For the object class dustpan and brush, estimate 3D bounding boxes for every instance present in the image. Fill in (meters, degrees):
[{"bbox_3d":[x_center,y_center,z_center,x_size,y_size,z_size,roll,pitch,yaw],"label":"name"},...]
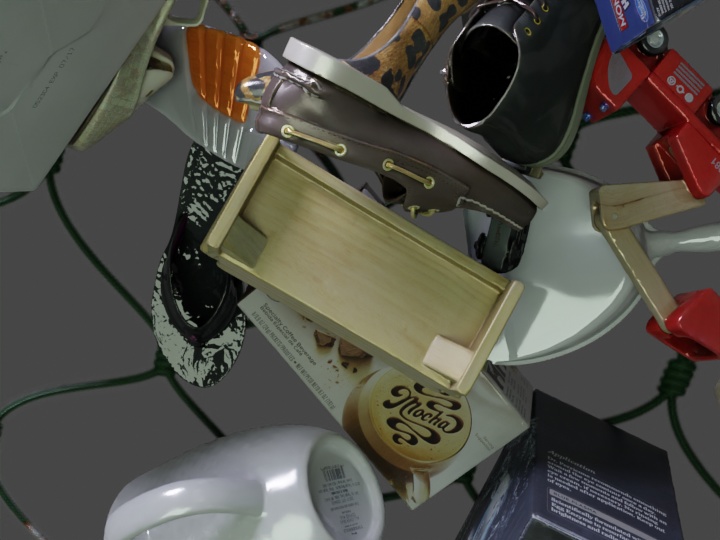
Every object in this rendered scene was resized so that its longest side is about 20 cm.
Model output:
[{"bbox_3d":[0.177,-0.014,0.885,0.197,0.057,0.142,-8,86,14],"label":"dustpan and brush"}]

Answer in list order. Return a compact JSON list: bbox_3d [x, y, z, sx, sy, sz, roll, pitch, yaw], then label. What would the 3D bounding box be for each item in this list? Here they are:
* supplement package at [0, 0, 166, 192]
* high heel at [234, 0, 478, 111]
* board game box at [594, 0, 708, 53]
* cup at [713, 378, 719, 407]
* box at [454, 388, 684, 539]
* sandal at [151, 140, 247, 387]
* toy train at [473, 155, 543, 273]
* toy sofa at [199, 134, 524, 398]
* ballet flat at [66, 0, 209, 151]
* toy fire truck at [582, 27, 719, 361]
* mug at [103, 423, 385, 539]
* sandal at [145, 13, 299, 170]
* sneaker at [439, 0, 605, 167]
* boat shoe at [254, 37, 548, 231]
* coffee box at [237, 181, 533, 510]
[{"bbox_3d":[-0.256,-0.185,0.782,0.200,0.147,0.192,49,114,17],"label":"supplement package"},{"bbox_3d":[0.009,-0.170,0.821,0.198,0.071,0.145,-7,101,-25],"label":"high heel"},{"bbox_3d":[0.219,-0.256,0.770,0.197,0.062,0.203,-15,86,-17],"label":"board game box"},{"bbox_3d":[0.319,0.082,0.833,0.143,0.200,0.202,37,111,17],"label":"cup"},{"bbox_3d":[0.128,0.224,0.890,0.116,0.200,0.198,25,109,0],"label":"box"},{"bbox_3d":[-0.118,-0.005,0.941,0.074,0.048,0.203,11,108,6],"label":"sandal"},{"bbox_3d":[0.117,-0.096,0.852,0.034,0.046,0.203,14,90,22],"label":"toy train"},{"bbox_3d":[0.000,0.000,0.829,0.198,0.098,0.083,30,83,-2],"label":"toy sofa"},{"bbox_3d":[-0.140,-0.158,0.841,0.062,0.068,0.201,16,115,-27],"label":"ballet flat"},{"bbox_3d":[0.198,-0.054,0.836,0.200,0.049,0.141,43,77,-6],"label":"toy fire truck"},{"bbox_3d":[-0.091,0.183,0.904,0.174,0.199,0.149,-28,60,30],"label":"mug"},{"bbox_3d":[-0.113,-0.140,0.898,0.205,0.059,0.080,32,105,22],"label":"sandal"},{"bbox_3d":[0.108,-0.171,0.777,0.074,0.106,0.203,6,86,28],"label":"sneaker"},{"bbox_3d":[0.027,-0.069,0.774,0.199,0.072,0.060,27,96,-28],"label":"boat shoe"},{"bbox_3d":[0.020,0.054,0.918,0.113,0.080,0.201,-37,99,18],"label":"coffee box"}]
